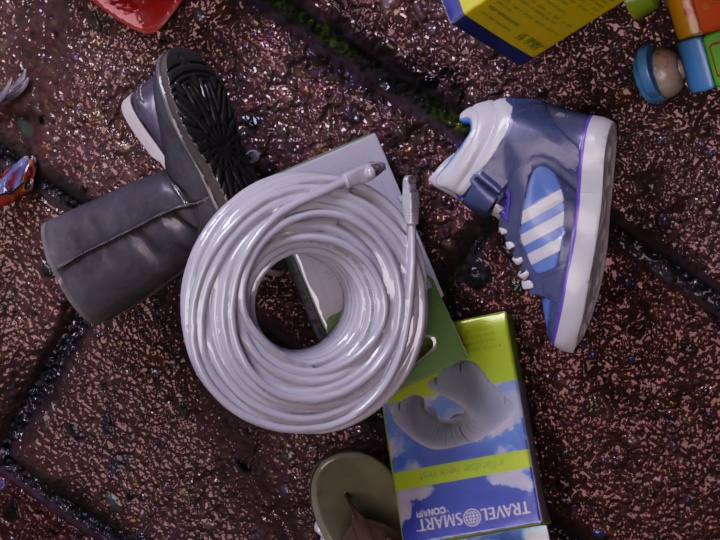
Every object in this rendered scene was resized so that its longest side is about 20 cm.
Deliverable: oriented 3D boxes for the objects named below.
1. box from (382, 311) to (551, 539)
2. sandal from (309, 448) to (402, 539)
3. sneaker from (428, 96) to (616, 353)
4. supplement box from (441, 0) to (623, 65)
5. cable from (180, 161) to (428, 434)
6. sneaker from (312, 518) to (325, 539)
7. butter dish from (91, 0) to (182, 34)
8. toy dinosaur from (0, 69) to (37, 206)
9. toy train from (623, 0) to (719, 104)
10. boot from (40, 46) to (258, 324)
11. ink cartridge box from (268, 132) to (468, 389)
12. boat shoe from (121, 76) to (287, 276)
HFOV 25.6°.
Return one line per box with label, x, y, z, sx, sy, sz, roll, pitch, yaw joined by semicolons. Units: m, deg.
box;0.084;0.145;1.319;0.121;0.048;0.201;-12;77;13
sandal;0.016;0.245;1.331;0.079;0.057;0.202;-18;94;-9
sneaker;0.126;-0.041;1.294;0.146;0.081;0.201;10;107;17
supplement box;0.157;-0.261;1.182;0.199;0.109;0.110;-30;63;26
cable;-0.044;0.024;1.215;0.199;0.069;0.201;-11;99;-18
sneaker;0.001;0.288;1.392;0.080;0.075;0.201;-1;103;2
butter dish;-0.207;-0.313;1.256;0.199;0.148;0.200;37;108;1
toy dinosaur;-0.353;-0.147;1.380;0.199;0.105;0.183;16;124;45
toy train;0.252;-0.233;1.228;0.115;0.085;0.201;-15;97;29
boot;-0.182;-0.066;1.293;0.199;0.072;0.183;-19;91;37
ink cartridge box;0.000;0.000;1.303;0.103;0.059;0.201;-24;92;-11
boat shoe;-0.117;-0.084;1.330;0.063;0.073;0.200;-40;88;20
